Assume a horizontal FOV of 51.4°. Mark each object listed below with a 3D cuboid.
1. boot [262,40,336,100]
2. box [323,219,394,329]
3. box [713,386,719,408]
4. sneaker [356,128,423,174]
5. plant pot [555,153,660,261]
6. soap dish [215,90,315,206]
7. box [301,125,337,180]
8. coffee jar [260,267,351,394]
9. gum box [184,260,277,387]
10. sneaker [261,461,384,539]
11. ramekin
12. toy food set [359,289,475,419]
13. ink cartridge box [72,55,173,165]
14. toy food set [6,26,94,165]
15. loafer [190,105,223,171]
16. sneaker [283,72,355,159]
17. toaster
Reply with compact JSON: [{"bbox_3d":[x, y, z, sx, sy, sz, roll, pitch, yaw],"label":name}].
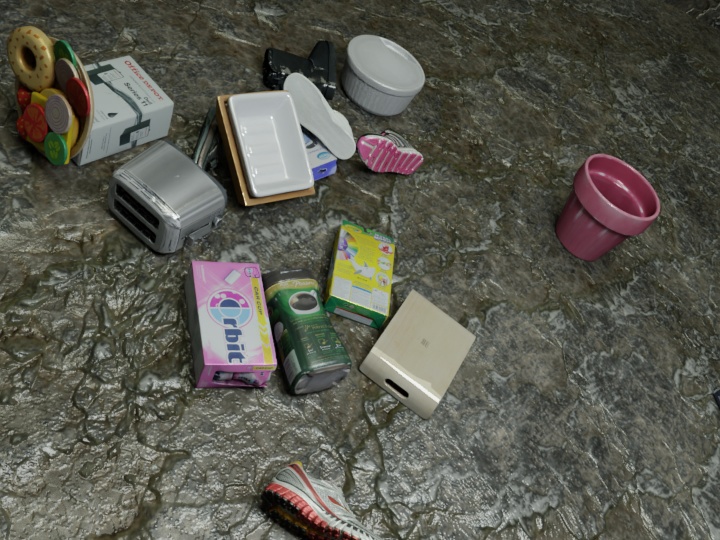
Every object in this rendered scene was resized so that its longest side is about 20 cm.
[{"bbox_3d":[-0.139,-0.465,1.686,0.158,0.074,0.202,9,48,-18],"label":"boot"},{"bbox_3d":[0.000,0.000,1.366,0.115,0.049,0.203,20,47,-12],"label":"box"},{"bbox_3d":[0.876,0.257,1.524,0.195,0.198,0.126,8,47,-22],"label":"box"},{"bbox_3d":[0.048,-0.260,1.593,0.197,0.074,0.088,4,38,-49],"label":"sneaker"},{"bbox_3d":[0.540,-0.129,1.689,0.195,0.180,0.203,15,46,-16],"label":"plant pot"},{"bbox_3d":[-0.180,-0.225,1.390,0.155,0.080,0.205,-15,89,-37],"label":"soap dish"},{"bbox_3d":[-0.138,-0.250,1.516,0.118,0.042,0.201,-26,70,-42],"label":"box"},{"bbox_3d":[-0.096,0.090,1.201,0.102,0.086,0.203,-6,56,-31],"label":"coffee jar"},{"bbox_3d":[-0.203,0.086,1.157,0.111,0.067,0.204,3,51,-25],"label":"gum box"},{"bbox_3d":[-0.035,0.333,1.026,0.198,0.078,0.082,35,42,3],"label":"sneaker"},{"bbox_3d":[0.046,-0.451,1.757,0.197,0.095,0.206,15,46,-16],"label":"ramekin"},{"bbox_3d":[0.102,0.141,1.299,0.142,0.061,0.201,36,52,3],"label":"toy food set"},{"bbox_3d":[-0.455,-0.291,1.337,0.147,0.084,0.199,44,44,12],"label":"ink cartridge box"},{"bbox_3d":[-0.504,-0.279,1.215,0.195,0.204,0.048,29,26,22],"label":"toy food set"},{"bbox_3d":[-0.275,-0.236,1.404,0.062,0.072,0.203,22,42,-18],"label":"loafer"},{"bbox_3d":[-0.085,-0.321,1.549,0.201,0.073,0.116,51,11,-15],"label":"sneaker"},{"bbox_3d":[-0.328,-0.125,1.242,0.199,0.114,0.129,41,46,7],"label":"toaster"}]
